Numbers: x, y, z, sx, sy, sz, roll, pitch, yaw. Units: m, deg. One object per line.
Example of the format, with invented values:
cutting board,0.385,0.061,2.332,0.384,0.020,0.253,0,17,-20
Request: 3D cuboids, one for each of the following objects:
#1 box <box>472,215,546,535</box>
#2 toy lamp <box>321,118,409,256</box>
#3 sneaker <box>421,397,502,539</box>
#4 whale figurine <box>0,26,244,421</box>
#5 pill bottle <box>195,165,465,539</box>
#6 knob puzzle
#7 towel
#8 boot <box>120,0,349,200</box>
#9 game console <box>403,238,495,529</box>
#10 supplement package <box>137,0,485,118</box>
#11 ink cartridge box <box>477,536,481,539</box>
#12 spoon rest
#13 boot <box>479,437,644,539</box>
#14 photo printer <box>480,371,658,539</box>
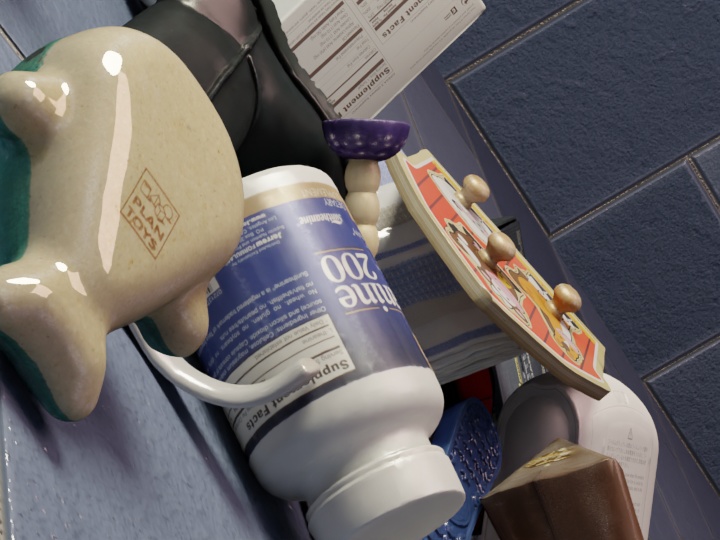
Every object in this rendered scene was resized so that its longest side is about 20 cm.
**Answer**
box,0.090,0.069,1.724,0.158,0.051,0.201,-22,101,-73
toy lamp,-0.002,0.015,1.431,0.058,0.058,0.201,18,74,-77
sneaker,0.019,0.143,1.461,0.070,0.078,0.200,63,29,-13
whale figurine,-0.130,-0.018,1.106,0.159,0.104,0.200,56,34,-29
pill bottle,-0.023,0.053,1.342,0.200,0.111,0.111,63,9,20
knob puzzle,0.091,-0.003,1.521,0.220,0.030,0.220,46,12,-13
towel,0.000,0.000,1.537,0.024,0.147,0.200,93,-27,-47
boot,-0.084,-0.069,1.413,0.200,0.076,0.168,66,33,-26
game console,0.029,0.051,1.629,0.200,0.031,0.177,55,-19,36
supplement package,-0.044,-0.193,1.714,0.200,0.156,0.111,35,-13,51
ink cartridge box,0.149,0.270,1.831,0.198,0.047,0.200,58,11,-2
spoon rest,-0.109,-0.003,1.272,0.200,0.061,0.099,47,6,7
boot,0.171,0.181,1.417,0.064,0.186,0.200,-9,78,-59
photo printer,0.135,0.164,1.621,0.166,0.069,0.201,16,80,-63
